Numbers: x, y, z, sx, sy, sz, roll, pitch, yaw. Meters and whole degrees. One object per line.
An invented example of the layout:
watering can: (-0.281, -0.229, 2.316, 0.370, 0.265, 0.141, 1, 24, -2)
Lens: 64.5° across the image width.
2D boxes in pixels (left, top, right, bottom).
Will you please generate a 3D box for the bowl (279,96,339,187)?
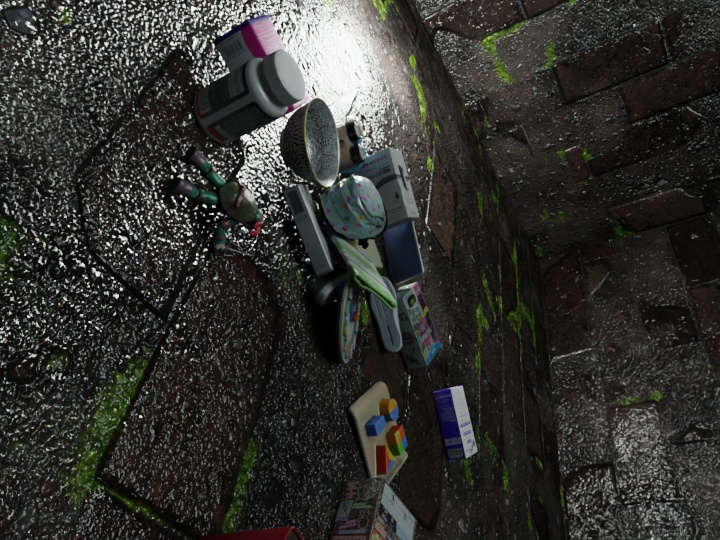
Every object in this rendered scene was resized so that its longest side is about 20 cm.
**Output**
bowl: (-0.126, -0.288, 1.309, 0.200, 0.093, 0.203, -2, 90, -71)

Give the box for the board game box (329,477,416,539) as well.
board game box: (0.022, 0.544, 1.122, 0.160, 0.096, 0.201, 57, 31, -27)

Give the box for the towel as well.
towel: (0.000, 0.000, 1.302, 0.149, 0.031, 0.200, 38, 14, -34)

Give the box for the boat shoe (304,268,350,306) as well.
boat shoe: (-0.061, 0.025, 1.308, 0.056, 0.069, 0.200, 34, 22, 12)

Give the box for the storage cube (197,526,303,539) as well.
storage cube: (-0.152, 0.469, 0.751, 0.201, 0.178, 0.171, 63, 29, -16)

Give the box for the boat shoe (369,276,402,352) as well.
boat shoe: (0.067, 0.117, 1.505, 0.062, 0.071, 0.202, 56, 25, -82)

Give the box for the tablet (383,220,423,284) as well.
tablet: (0.119, -0.072, 1.634, 0.014, 0.130, 0.202, -2, 75, -38)

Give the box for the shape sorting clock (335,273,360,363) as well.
shape sorting clock: (-0.022, 0.106, 1.280, 0.200, 0.039, 0.202, 1, 90, -82)

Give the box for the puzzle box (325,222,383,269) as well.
puzzle box: (-0.015, -0.069, 1.473, 0.199, 0.025, 0.134, 5, 65, -61)

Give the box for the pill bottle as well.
pill bottle: (-0.208, -0.329, 1.084, 0.114, 0.198, 0.115, 39, 42, -47)

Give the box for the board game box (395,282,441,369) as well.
board game box: (0.150, 0.153, 1.611, 0.147, 0.064, 0.202, -36, 107, -61)

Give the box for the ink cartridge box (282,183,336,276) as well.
ink cartridge box: (-0.112, -0.098, 1.306, 0.174, 0.043, 0.202, -95, 164, -81)

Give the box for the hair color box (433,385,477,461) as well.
hair color box: (0.284, 0.453, 1.703, 0.109, 0.064, 0.202, 12, 63, -60)

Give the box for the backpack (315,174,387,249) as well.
backpack: (-0.017, -0.150, 1.351, 0.168, 0.126, 0.200, 57, 19, 11)

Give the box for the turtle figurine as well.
turtle figurine: (-0.242, -0.123, 1.024, 0.200, 0.100, 0.151, 40, 41, -38)

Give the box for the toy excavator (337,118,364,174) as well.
toy excavator: (-0.030, -0.345, 1.565, 0.200, 0.099, 0.197, 27, 52, -71)

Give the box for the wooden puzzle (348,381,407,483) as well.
wooden puzzle: (0.055, 0.380, 1.335, 0.185, 0.046, 0.202, -24, 96, -63)

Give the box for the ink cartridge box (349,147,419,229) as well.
ink cartridge box: (0.062, -0.220, 1.588, 0.084, 0.143, 0.202, -4, 78, -61)

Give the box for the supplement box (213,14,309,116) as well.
supplement box: (-0.211, -0.434, 1.248, 0.201, 0.100, 0.104, 63, 28, -19)
